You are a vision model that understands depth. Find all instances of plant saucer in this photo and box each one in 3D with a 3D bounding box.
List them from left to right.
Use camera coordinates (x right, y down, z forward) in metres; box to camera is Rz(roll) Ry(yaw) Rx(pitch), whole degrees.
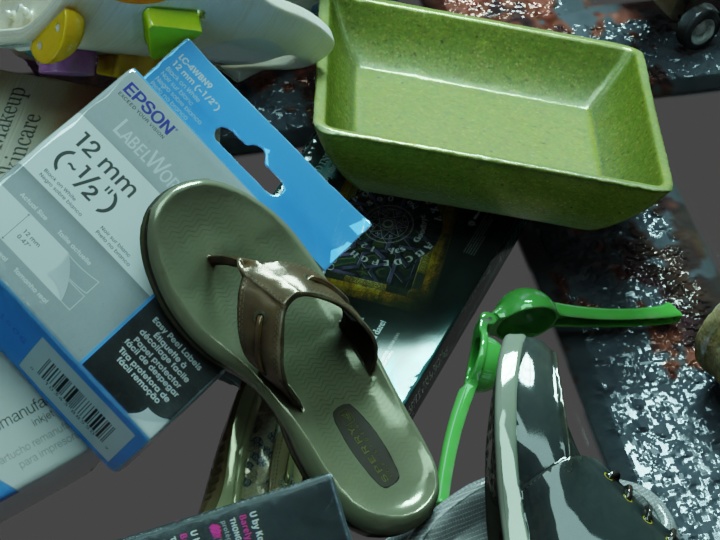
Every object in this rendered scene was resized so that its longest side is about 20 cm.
[{"bbox_3d":[0.068,-0.085,1.508,0.199,0.048,0.200,10,27,-5],"label":"plant saucer"}]

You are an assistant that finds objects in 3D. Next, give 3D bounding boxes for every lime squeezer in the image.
[{"bbox_3d":[0.085,0.053,1.432,0.200,0.038,0.071,-36,89,-33],"label":"lime squeezer"}]

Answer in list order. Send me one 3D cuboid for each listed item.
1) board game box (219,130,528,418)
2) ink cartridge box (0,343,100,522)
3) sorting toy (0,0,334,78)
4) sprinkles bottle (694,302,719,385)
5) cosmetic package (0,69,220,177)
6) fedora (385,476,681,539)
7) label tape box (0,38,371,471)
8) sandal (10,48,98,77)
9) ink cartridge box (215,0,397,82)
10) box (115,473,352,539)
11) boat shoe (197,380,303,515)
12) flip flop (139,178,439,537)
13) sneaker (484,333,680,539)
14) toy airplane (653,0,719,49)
[{"bbox_3d":[0.000,0.000,1.471,0.135,0.028,0.200,20,49,15],"label":"board game box"},{"bbox_3d":[-0.234,0.038,1.326,0.146,0.084,0.200,-29,82,-27],"label":"ink cartridge box"},{"bbox_3d":[-0.116,-0.145,1.455,0.179,0.107,0.200,14,-6,-35],"label":"sorting toy"},{"bbox_3d":[0.254,0.091,1.376,0.068,0.068,0.200,-20,51,-22],"label":"sprinkles bottle"},{"bbox_3d":[-0.184,-0.046,1.461,0.199,0.087,0.104,9,47,4],"label":"cosmetic package"},{"bbox_3d":[0.090,0.156,1.284,0.199,0.091,0.177,-12,48,-15],"label":"fedora"},{"bbox_3d":[-0.097,-0.020,1.318,0.143,0.066,0.200,46,63,0],"label":"label tape box"},{"bbox_3d":[-0.181,-0.136,1.571,0.202,0.050,0.082,29,7,18],"label":"sandal"},{"bbox_3d":[-0.057,-0.217,1.596,0.125,0.129,0.200,37,49,26],"label":"ink cartridge box"},{"bbox_3d":[-0.097,0.174,1.196,0.199,0.122,0.107,-17,83,-10],"label":"box"},{"bbox_3d":[-0.047,0.114,1.335,0.062,0.073,0.201,17,59,-2],"label":"boat shoe"},{"bbox_3d":[-0.027,0.037,1.255,0.081,0.058,0.200,-30,81,-29],"label":"flip flop"},{"bbox_3d":[0.114,0.120,1.213,0.106,0.075,0.201,-3,60,-3],"label":"sneaker"},{"bbox_3d":[0.262,-0.237,1.642,0.199,0.142,0.200,11,46,7],"label":"toy airplane"}]
